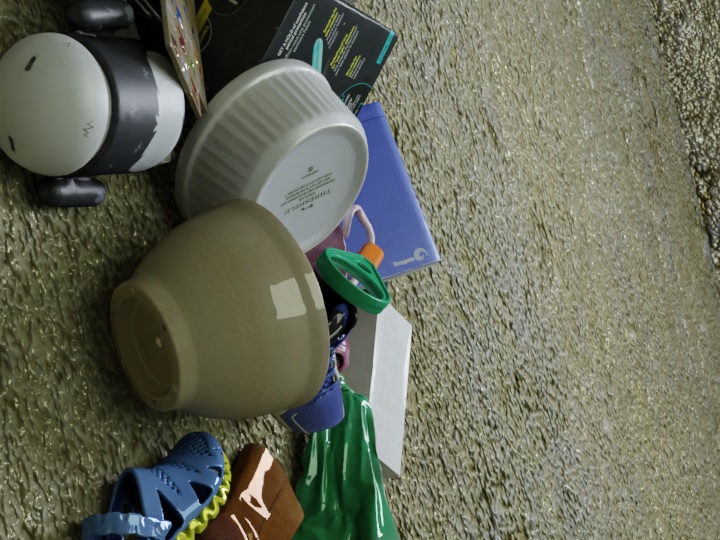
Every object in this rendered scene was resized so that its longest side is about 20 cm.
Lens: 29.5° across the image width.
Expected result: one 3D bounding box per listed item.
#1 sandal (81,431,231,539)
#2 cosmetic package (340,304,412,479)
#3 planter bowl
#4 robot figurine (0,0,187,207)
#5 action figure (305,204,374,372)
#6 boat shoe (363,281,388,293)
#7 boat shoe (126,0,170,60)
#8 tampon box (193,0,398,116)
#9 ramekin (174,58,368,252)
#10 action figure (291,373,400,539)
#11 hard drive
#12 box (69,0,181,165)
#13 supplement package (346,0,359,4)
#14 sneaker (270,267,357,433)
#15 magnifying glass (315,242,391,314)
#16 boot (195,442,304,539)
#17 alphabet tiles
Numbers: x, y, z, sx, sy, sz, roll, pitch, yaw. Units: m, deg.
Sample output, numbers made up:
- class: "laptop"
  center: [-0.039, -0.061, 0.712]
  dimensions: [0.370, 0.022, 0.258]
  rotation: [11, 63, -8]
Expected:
- class: "sandal"
  center: [-0.178, 0.202, 1.187]
  dimensions: [0.087, 0.079, 0.200]
  rotation: [59, 31, -21]
- class: "cosmetic package"
  center: [0.013, 0.134, 1.586]
  dimensions: [0.083, 0.050, 0.201]
  rotation: [48, 39, -45]
- class: "planter bowl"
  center: [-0.140, 0.048, 1.231]
  dimensions: [0.134, 0.200, 0.202]
  rotation: [-19, 94, -35]
- class: "robot figurine"
  center: [-0.235, -0.145, 1.194]
  dimensions: [0.200, 0.124, 0.151]
  rotation: [-12, 79, -62]
- class: "action figure"
  center: [-0.035, 0.054, 1.451]
  dimensions: [0.134, 0.148, 0.201]
  rotation: [51, 22, -47]
- class: "boat shoe"
  center: [0.004, -0.065, 1.620]
  dimensions: [0.073, 0.062, 0.201]
  rotation: [121, -28, -68]
- class: "boat shoe"
  center: [-0.220, -0.294, 1.348]
  dimensions: [0.072, 0.067, 0.201]
  rotation: [-39, 110, -59]
- class: "tampon box"
  center: [-0.083, -0.235, 1.441]
  dimensions: [0.200, 0.126, 0.150]
  rotation: [14, 107, -59]
- class: "ramekin"
  center: [-0.079, -0.101, 1.362]
  dimensions: [0.094, 0.203, 0.202]
  rotation: [38, 12, 30]
- class: "action figure"
  center: [-0.020, 0.201, 1.461]
  dimensions: [0.055, 0.117, 0.201]
  rotation: [93, -4, -61]
- class: "hard drive"
  center: [-0.003, -0.083, 1.571]
  dimensions: [0.131, 0.025, 0.201]
  rotation: [-18, 82, -20]
- class: "box"
  center: [-0.228, -0.195, 1.313]
  dimensions: [0.039, 0.041, 0.201]
  rotation: [-35, 109, -60]
- class: "supplement package"
  center: [-0.097, -0.387, 1.559]
  dimensions: [0.200, 0.116, 0.118]
  rotation: [39, 45, -48]
- class: "sneaker"
  center: [-0.053, 0.072, 1.300]
  dimensions: [0.080, 0.115, 0.201]
  rotation: [-27, 114, -27]
- class: "magnifying glass"
  center: [0.000, 0.000, 1.349]
  dimensions: [0.079, 0.022, 0.200]
  rotation: [39, 14, -1]
- class: "boot"
  center: [-0.098, 0.295, 1.325]
  dimensions: [0.189, 0.068, 0.200]
  rotation: [58, 25, -15]
- class: "alphabet tiles"
  center: [-0.171, -0.247, 1.260]
  dimensions: [0.168, 0.007, 0.201]
  rotation: [73, 5, -56]
